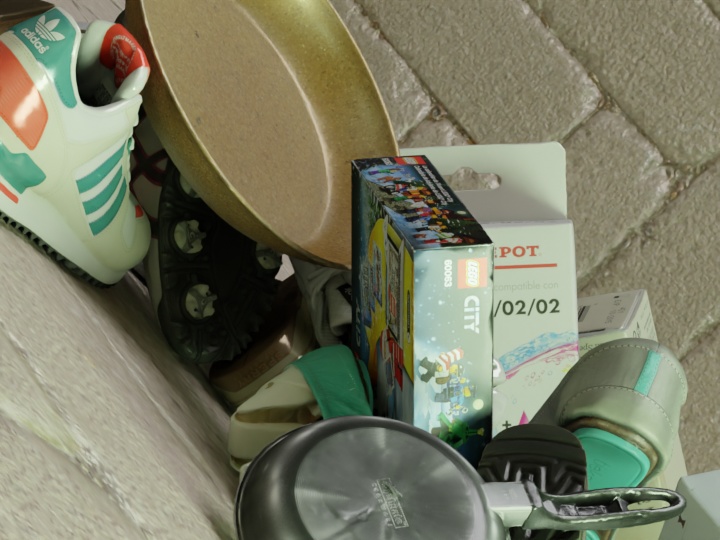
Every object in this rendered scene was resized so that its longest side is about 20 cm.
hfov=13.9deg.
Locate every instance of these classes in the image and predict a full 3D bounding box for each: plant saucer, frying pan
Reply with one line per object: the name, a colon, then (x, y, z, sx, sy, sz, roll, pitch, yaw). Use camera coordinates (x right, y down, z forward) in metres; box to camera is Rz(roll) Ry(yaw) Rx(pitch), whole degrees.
plant saucer: (-0.053, -0.083, 1.411, 0.200, 0.035, 0.201, 42, 32, -34)
frying pan: (0.043, 0.108, 1.178, 0.189, 0.031, 0.115, 12, 47, -6)

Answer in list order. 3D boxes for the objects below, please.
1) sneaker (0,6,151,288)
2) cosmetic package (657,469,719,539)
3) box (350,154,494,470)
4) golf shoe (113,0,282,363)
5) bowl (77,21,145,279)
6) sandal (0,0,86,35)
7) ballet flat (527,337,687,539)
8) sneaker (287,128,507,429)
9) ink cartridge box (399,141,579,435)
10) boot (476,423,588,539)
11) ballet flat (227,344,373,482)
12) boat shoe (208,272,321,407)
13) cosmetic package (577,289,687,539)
sneaker: (-0.122, -0.059, 1.333, 0.070, 0.093, 0.200, 50, 4, 24)
cosmetic package: (0.189, 0.221, 1.470, 0.051, 0.201, 0.151, -9, 41, -31)
box: (0.027, 0.063, 1.333, 0.137, 0.037, 0.201, -120, -151, -68)
golf shoe: (-0.091, -0.044, 1.474, 0.077, 0.088, 0.201, 13, 64, -40)
bowl: (-0.110, -0.067, 1.605, 0.201, 0.090, 0.201, 49, 3, -3)
sandal: (-0.154, -0.085, 1.467, 0.212, 0.077, 0.070, 29, -54, 58)
ballet flat: (0.097, 0.090, 1.344, 0.067, 0.064, 0.200, 27, -31, -6)
sneaker: (0.000, 0.000, 1.469, 0.081, 0.075, 0.201, 11, 44, -57)
ink cartridge box: (0.058, 0.034, 1.567, 0.068, 0.114, 0.201, -30, 118, -86)
boot: (0.078, 0.187, 1.282, 0.072, 0.182, 0.201, 11, -39, 16)
ballet flat: (-0.021, 0.080, 1.294, 0.070, 0.068, 0.200, 7, 19, -15)
boat shoe: (-0.034, 0.047, 1.525, 0.065, 0.071, 0.200, 52, 13, -8)
cosmetic package: (0.132, 0.120, 1.699, 0.071, 0.105, 0.201, -53, 130, -65)
